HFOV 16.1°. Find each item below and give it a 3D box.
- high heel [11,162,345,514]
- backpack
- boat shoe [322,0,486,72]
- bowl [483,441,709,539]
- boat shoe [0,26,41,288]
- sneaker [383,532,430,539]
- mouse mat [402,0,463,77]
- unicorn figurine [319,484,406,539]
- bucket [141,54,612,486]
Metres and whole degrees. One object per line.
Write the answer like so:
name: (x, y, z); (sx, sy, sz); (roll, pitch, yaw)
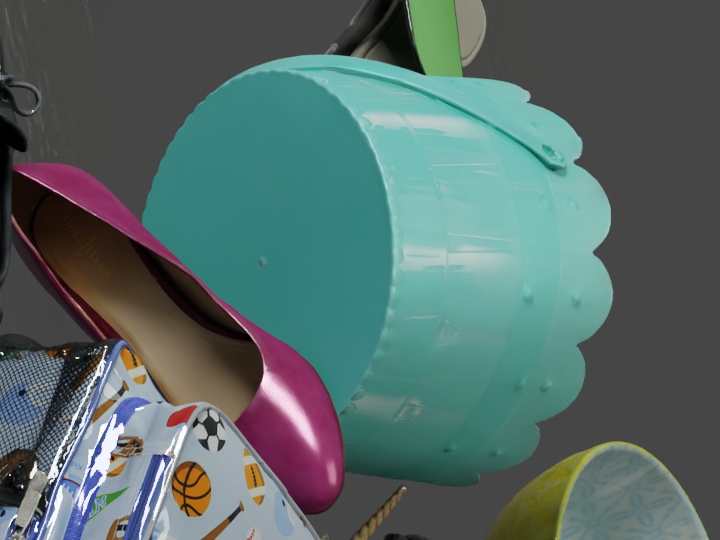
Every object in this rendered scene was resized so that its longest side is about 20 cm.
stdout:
high heel: (-0.087, 0.030, 1.093); (0.200, 0.068, 0.096); (42, 7, 32)
backpack: (-0.110, 0.143, 1.010); (0.200, 0.153, 0.191); (52, 54, -38)
boat shoe: (0.012, -0.119, 1.396); (0.067, 0.057, 0.200); (63, 29, -14)
bowl: (0.110, 0.199, 1.359); (0.200, 0.107, 0.201); (27, 56, -49)
boat shoe: (-0.171, -0.066, 1.072); (0.074, 0.062, 0.201); (31, 51, -46)
sneaker: (0.043, 0.231, 1.263); (0.098, 0.071, 0.202); (4, 75, -39)
mouse mat: (0.034, -0.164, 1.338); (0.161, 0.007, 0.201); (60, 23, -63)
unicorn figurine: (-0.027, 0.215, 1.187); (0.137, 0.073, 0.201); (-32, 119, -66)
bucket: (0.000, 0.000, 1.184); (0.134, 0.207, 0.209); (6, 72, -44)
